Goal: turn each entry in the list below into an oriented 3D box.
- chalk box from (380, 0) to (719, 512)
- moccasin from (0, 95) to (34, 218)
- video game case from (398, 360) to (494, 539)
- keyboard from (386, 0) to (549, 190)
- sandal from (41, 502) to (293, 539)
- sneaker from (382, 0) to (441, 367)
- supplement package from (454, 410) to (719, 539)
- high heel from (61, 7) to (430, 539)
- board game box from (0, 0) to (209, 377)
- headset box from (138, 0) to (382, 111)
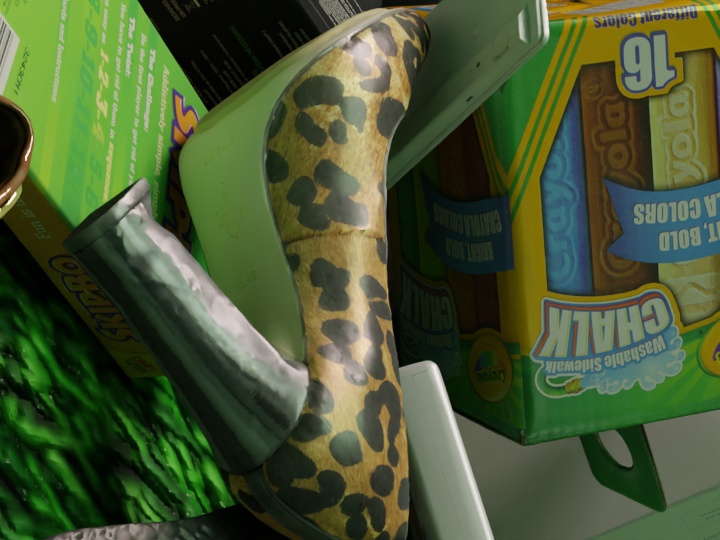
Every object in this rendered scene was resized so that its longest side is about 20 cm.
[{"bbox_3d":[0.087,-0.006,0.917,0.125,0.124,0.200,-162,-115,-67],"label":"chalk box"},{"bbox_3d":[-0.140,-0.016,0.591,0.074,0.078,0.201,67,20,3],"label":"moccasin"},{"bbox_3d":[0.047,0.154,0.838,0.182,0.023,0.200,83,-9,-67],"label":"video game case"},{"bbox_3d":[0.010,-0.055,0.869,0.011,0.200,0.056,21,53,-23],"label":"keyboard"},{"bbox_3d":[-0.046,0.110,0.740,0.200,0.048,0.075,11,56,-51],"label":"sandal"},{"bbox_3d":[0.018,-0.051,0.994,0.075,0.106,0.200,21,47,-63],"label":"sneaker"},{"bbox_3d":[0.170,0.098,1.072,0.200,0.191,0.147,47,27,-42],"label":"supplement package"},{"bbox_3d":[0.000,0.000,0.785,0.143,0.071,0.200,53,43,-8],"label":"high heel"},{"bbox_3d":[-0.089,-0.049,0.761,0.200,0.030,0.096,56,37,-47],"label":"board game box"},{"bbox_3d":[-0.072,-0.157,0.916,0.174,0.093,0.200,53,22,-27],"label":"headset box"}]
